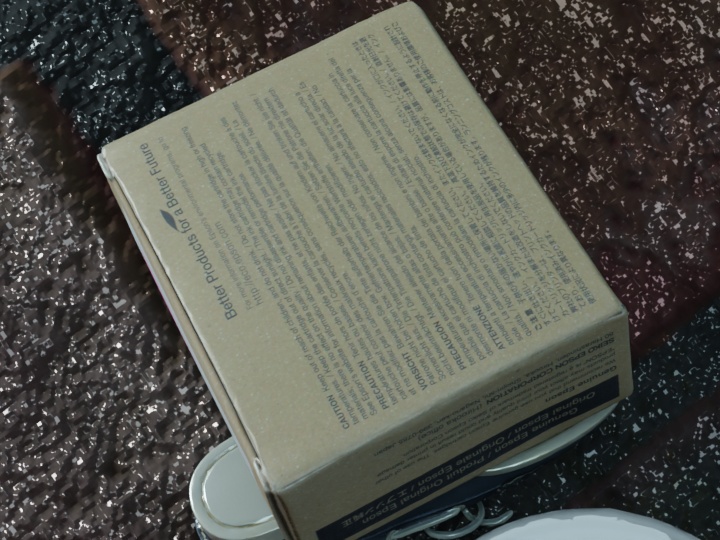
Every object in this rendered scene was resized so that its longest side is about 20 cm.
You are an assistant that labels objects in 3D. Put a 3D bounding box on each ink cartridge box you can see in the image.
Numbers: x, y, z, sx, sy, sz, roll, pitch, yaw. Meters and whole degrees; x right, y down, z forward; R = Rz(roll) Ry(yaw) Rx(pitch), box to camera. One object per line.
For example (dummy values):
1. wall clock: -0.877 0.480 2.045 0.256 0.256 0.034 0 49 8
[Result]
1. ink cartridge box: 0.000 0.000 0.833 0.164 0.075 0.201 -26 56 -6

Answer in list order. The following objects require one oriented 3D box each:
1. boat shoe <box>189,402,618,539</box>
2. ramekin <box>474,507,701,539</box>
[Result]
1. boat shoe: 0.023 0.085 0.855 0.198 0.062 0.075 -24 56 -7
2. ramekin: 0.093 0.208 0.823 0.200 0.094 0.205 1 78 -3
